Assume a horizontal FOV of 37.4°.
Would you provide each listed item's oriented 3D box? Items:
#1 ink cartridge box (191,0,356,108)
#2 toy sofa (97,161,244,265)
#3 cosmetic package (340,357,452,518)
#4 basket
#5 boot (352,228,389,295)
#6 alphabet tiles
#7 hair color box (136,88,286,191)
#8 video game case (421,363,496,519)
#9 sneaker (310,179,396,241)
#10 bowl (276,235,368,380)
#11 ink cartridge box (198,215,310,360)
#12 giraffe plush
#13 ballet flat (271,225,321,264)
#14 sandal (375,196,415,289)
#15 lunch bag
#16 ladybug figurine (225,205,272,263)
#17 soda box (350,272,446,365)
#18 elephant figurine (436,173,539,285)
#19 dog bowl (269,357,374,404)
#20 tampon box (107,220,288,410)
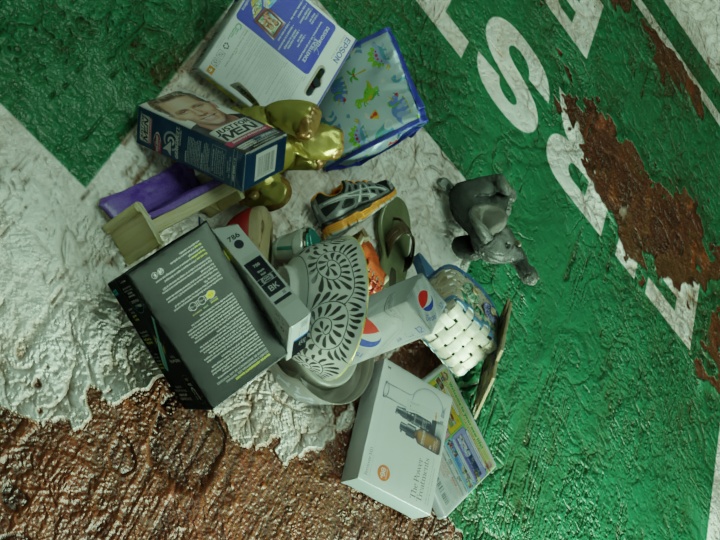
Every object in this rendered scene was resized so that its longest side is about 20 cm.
[{"bbox_3d":[-0.134,-0.343,1.686,0.199,0.047,0.200,35,82,-28],"label":"ink cartridge box"},{"bbox_3d":[-0.263,-0.098,1.481,0.199,0.082,0.099,-36,99,-49],"label":"toy sofa"},{"bbox_3d":[0.060,0.262,1.661,0.149,0.051,0.203,30,57,-25],"label":"cosmetic package"},{"bbox_3d":[0.157,0.073,1.828,0.176,0.139,0.201,46,11,-24],"label":"basket"},{"bbox_3d":[0.000,0.000,1.678,0.108,0.074,0.200,60,14,-2],"label":"boot"},{"bbox_3d":[0.226,0.151,1.824,0.006,0.202,0.168,16,52,2],"label":"alphabet tiles"},{"bbox_3d":[-0.211,-0.188,1.504,0.100,0.198,0.061,-35,142,-49],"label":"hair color box"},{"bbox_3d":[0.136,0.282,1.780,0.181,0.022,0.203,-29,93,-50],"label":"video game case"},{"bbox_3d":[-0.009,-0.119,1.777,0.078,0.078,0.199,55,39,2],"label":"sneaker"},{"bbox_3d":[-0.072,0.044,1.465,0.093,0.200,0.205,10,63,-25],"label":"bowl"},{"bbox_3d":[-0.139,0.014,1.381,0.039,0.100,0.200,-34,71,-23],"label":"ink cartridge box"},{"bbox_3d":[-0.138,-0.163,1.605,0.198,0.171,0.165,26,64,-31],"label":"giraffe plush"},{"bbox_3d":[-0.098,-0.033,1.619,0.200,0.068,0.071,17,51,-85],"label":"ballet flat"},{"bbox_3d":[0.068,-0.036,1.830,0.079,0.057,0.205,26,54,-37],"label":"sandal"},{"bbox_3d":[0.010,-0.284,1.779,0.126,0.198,0.173,-19,84,-49],"label":"lunch bag"},{"bbox_3d":[-0.165,-0.012,1.526,0.070,0.137,0.202,3,41,-2],"label":"ladybug figurine"},{"bbox_3d":[0.025,0.076,1.530,0.064,0.198,0.069,49,44,-17],"label":"soda box"},{"bbox_3d":[0.234,-0.073,1.965,0.142,0.152,0.203,57,27,-44],"label":"elephant figurine"},{"bbox_3d":[-0.067,0.110,1.612,0.198,0.058,0.204,24,55,-39],"label":"dog bowl"},{"bbox_3d":[-0.213,0.063,1.380,0.125,0.149,0.202,-34,98,-23],"label":"tampon box"}]
